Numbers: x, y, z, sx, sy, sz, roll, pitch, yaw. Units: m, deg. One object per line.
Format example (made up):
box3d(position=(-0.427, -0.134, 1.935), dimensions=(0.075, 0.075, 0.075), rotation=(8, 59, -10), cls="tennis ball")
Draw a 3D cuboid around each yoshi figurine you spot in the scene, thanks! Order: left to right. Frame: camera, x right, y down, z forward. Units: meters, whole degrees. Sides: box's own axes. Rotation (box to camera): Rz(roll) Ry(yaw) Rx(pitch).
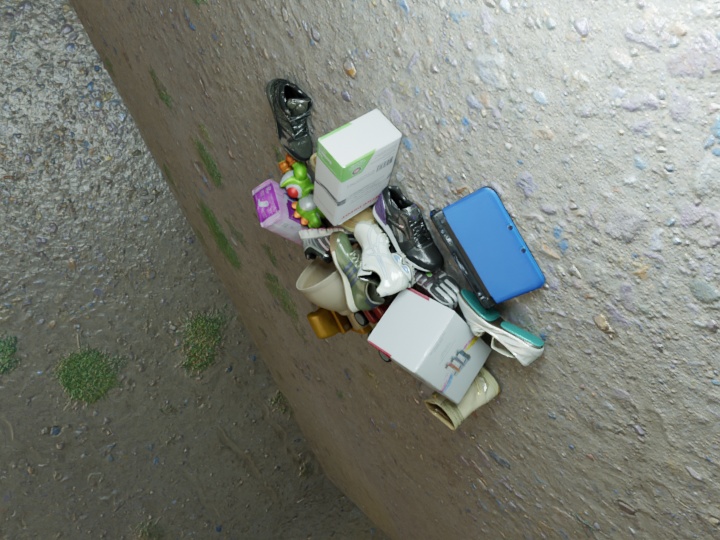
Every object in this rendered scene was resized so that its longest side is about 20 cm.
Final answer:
box3d(position=(-0.126, -0.204, 1.509), dimensions=(0.200, 0.112, 0.112), rotation=(68, -164, 3), cls="yoshi figurine")

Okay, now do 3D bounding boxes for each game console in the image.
box3d(position=(0.224, -0.045, 1.079), dimensions=(0.200, 0.118, 0.171), rotation=(59, -171, -6), cls="game console")

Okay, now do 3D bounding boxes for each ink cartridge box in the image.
box3d(position=(-0.012, -0.201, 1.182), dimensions=(0.084, 0.145, 0.200), rotation=(49, 156, 17), cls="ink cartridge box")
box3d(position=(0.147, 0.157, 1.230), dimensions=(0.145, 0.145, 0.200), rotation=(28, 169, 44), cls="ink cartridge box")

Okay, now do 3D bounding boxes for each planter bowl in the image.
box3d(position=(-0.045, 0.029, 1.512), dimensions=(0.135, 0.200, 0.200), rotation=(51, 160, -19), cls="planter bowl")

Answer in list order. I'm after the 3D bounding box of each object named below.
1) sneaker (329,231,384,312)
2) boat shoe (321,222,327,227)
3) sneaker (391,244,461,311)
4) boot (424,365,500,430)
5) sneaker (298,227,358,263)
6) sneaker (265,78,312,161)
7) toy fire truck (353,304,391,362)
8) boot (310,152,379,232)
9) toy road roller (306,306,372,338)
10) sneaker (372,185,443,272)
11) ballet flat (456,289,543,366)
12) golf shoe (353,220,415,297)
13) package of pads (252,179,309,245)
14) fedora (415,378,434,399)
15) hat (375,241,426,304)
box3d(position=(0.000, 0.000, 1.357), dimensions=(0.090, 0.067, 0.201), rotation=(-6, 109, 29), cls="sneaker")
box3d(position=(-0.109, -0.061, 1.659), dimensions=(0.200, 0.072, 0.076), rotation=(62, 157, -4), cls="boat shoe")
box3d(position=(0.140, 0.024, 1.276), dimensions=(0.200, 0.076, 0.116), rotation=(51, 170, 32), cls="sneaker")
box3d(position=(0.196, 0.241, 1.334), dimensions=(0.200, 0.155, 0.073), rotation=(51, 157, 14), cls="boot")
box3d(position=(-0.059, -0.061, 1.435), dimensions=(0.199, 0.074, 0.088), rotation=(-1, 94, 27), cls="sneaker")
box3d(position=(-0.150, -0.341, 1.366), dimensions=(0.114, 0.076, 0.200), rotation=(32, 142, 57), cls="sneaker")
box3d(position=(0.081, 0.135, 1.485), dimensions=(0.176, 0.129, 0.200), rotation=(56, 150, 2), cls="toy fire truck")
box3d(position=(-0.037, -0.180, 1.341), dimensions=(0.200, 0.073, 0.156), rotation=(37, 152, 48), cls="boot")
box3d(position=(-0.064, 0.136, 1.735), dimensions=(0.200, 0.146, 0.123), rotation=(5, 125, 62), cls="toy road roller")
box3d(position=(0.100, -0.087, 1.208), dimensions=(0.200, 0.076, 0.088), rotation=(50, 151, 16), cls="sneaker")
box3d(position=(0.255, 0.114, 1.139), dimensions=(0.200, 0.069, 0.070), rotation=(37, 151, 28), cls="ballet flat")
box3d(position=(0.024, -0.026, 1.221), dimensions=(0.200, 0.097, 0.078), rotation=(50, 163, 39), cls="golf shoe")
box3d(position=(-0.187, -0.145, 1.545), dimensions=(0.200, 0.076, 0.121), rotation=(23, -137, -58), cls="package of pads")
box3d(position=(0.198, 0.279, 1.466), dimensions=(0.177, 0.090, 0.200), rotation=(60, 158, -8), cls="fedora")
box3d(position=(0.075, 0.031, 1.398), dimensions=(0.201, 0.081, 0.201), rotation=(43, 154, 27), cls="hat")
